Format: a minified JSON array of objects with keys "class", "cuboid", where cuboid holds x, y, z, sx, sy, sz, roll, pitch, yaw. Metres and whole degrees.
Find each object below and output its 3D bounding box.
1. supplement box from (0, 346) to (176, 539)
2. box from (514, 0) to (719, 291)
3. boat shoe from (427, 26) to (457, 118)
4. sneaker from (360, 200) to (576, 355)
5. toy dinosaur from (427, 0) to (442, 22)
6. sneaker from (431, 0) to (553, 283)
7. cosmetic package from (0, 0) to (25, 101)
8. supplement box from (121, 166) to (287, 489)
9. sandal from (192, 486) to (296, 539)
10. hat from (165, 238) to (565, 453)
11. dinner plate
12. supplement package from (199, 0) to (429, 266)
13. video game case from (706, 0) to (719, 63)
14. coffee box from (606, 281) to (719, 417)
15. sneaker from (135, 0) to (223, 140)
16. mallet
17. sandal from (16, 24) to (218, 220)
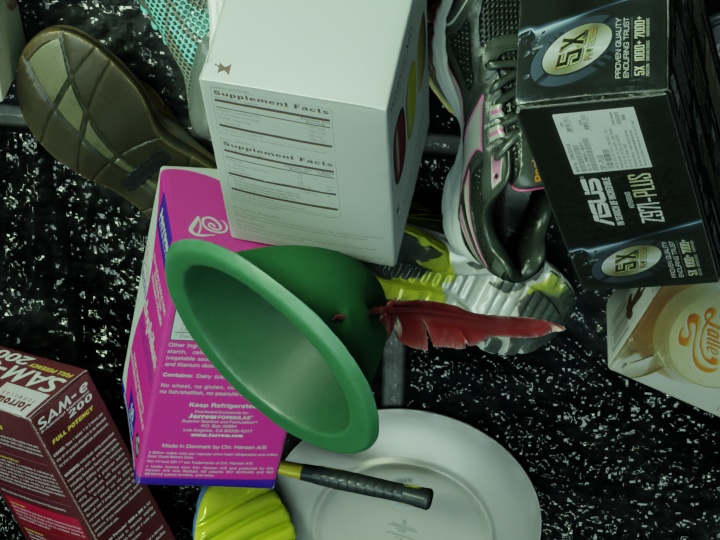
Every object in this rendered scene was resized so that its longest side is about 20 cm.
[{"class":"supplement box","cuboid":[-0.204,0.156,1.636,0.109,0.061,0.200,11,134,46]},{"class":"box","cuboid":[0.152,-0.108,1.323,0.086,0.164,0.200,-4,149,16]},{"class":"boat shoe","cuboid":[0.115,-0.090,1.470,0.200,0.072,0.059,41,160,-30]},{"class":"sneaker","cuboid":[0.057,-0.009,1.526,0.200,0.085,0.075,21,113,-32]},{"class":"toy dinosaur","cuboid":[0.006,-0.238,1.400,0.105,0.200,0.182,3,106,50]},{"class":"sneaker","cuboid":[0.094,-0.084,1.372,0.080,0.086,0.200,-12,118,-13]},{"class":"cosmetic package","cuboid":[-0.279,-0.207,1.424,0.103,0.087,0.200,-2,121,7]},{"class":"supplement box","cuboid":[-0.093,0.039,1.530,0.103,0.101,0.200,3,129,-15]},{"class":"sandal","cuboid":[-0.076,0.236,1.690,0.079,0.087,0.200,-13,101,-6]},{"class":"hat","cuboid":[0.000,0.000,1.421,0.165,0.176,0.200,30,153,29]},{"class":"dinner plate","cuboid":[0.032,0.186,1.678,0.200,0.024,0.201,3,122,4]},{"class":"supplement package","cuboid":[-0.022,-0.101,1.373,0.109,0.114,0.200,10,156,7]},{"class":"video game case","cuboid":[0.305,-0.112,1.453,0.200,0.026,0.181,-22,117,19]},{"class":"coffee box","cuboid":[0.251,-0.010,1.461,0.114,0.080,0.200,24,122,-10]},{"class":"sneaker","cuboid":[-0.109,-0.178,1.444,0.091,0.078,0.200,10,121,19]},{"class":"mallet","cuboid":[-0.050,0.140,1.610,0.200,0.066,0.041,11,92,14]},{"class":"sandal","cuboid":[-0.147,-0.093,1.507,0.082,0.055,0.200,-36,127,24]}]
